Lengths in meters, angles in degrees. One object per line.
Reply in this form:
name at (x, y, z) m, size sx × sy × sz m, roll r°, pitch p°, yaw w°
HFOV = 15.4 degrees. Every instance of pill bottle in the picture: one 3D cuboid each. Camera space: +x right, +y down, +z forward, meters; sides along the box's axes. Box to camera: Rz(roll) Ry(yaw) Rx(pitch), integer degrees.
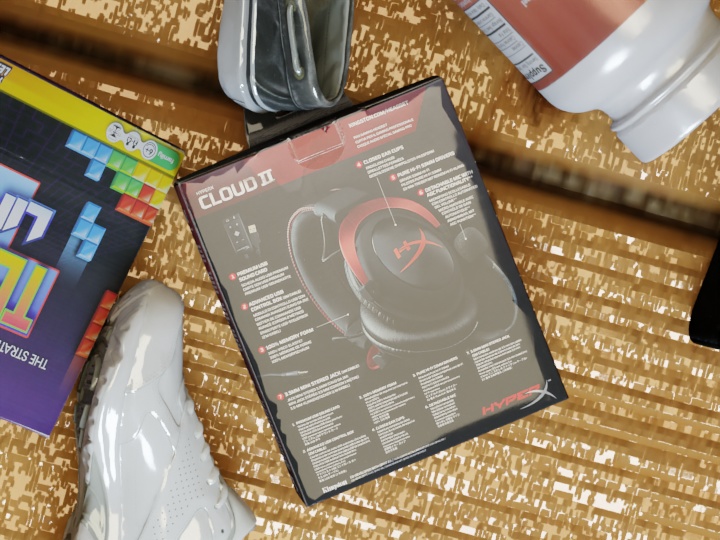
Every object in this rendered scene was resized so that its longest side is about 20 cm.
pill bottle at (0.108, -0.155, 1.368) m, size 0.112 × 0.112 × 0.200 m, roll -45°, pitch 95°, yaw -3°

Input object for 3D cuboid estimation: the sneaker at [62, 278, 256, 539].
sneaker at (-0.101, 0.104, 1.380) m, size 0.099 × 0.078 × 0.201 m, roll 6°, pitch 100°, yaw -13°

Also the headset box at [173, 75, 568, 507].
headset box at (0.000, 0.000, 1.379) m, size 0.148 × 0.075 × 0.200 m, roll -23°, pitch 94°, yaw -5°

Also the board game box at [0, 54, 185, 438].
board game box at (-0.204, -0.028, 1.317) m, size 0.200 × 0.057 × 0.166 m, roll 26°, pitch 88°, yaw -40°

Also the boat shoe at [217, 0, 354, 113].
boat shoe at (-0.023, -0.177, 1.338) m, size 0.071 × 0.072 × 0.201 m, roll 9°, pitch 101°, yaw 32°

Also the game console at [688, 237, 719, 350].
game console at (0.258, -0.032, 1.343) m, size 0.175 × 0.200 × 0.117 m, roll -12°, pitch 94°, yaw -6°
